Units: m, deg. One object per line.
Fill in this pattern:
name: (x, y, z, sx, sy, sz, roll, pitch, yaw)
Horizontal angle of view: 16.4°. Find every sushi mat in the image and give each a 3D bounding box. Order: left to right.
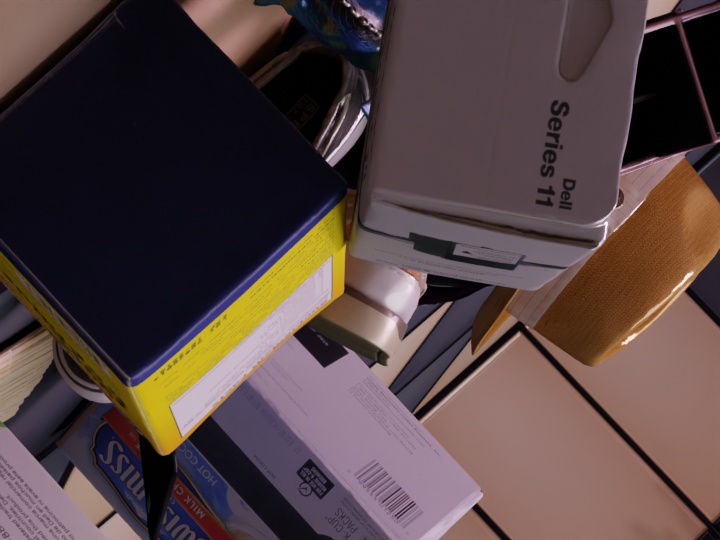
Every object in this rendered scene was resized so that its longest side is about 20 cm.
sushi mat: (-0.212, 0.083, 1.185, 0.200, 0.012, 0.096, -36, 170, -49)

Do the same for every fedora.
fedora: (0.150, -0.009, 1.440, 0.201, 0.082, 0.201, -47, 174, -7)

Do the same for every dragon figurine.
dragon figurine: (0.012, -0.096, 1.045, 0.059, 0.099, 0.200, -45, 168, 8)

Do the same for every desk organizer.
desk organizer: (0.117, -0.078, 1.213, 0.199, 0.072, 0.077, -20, -177, -32)

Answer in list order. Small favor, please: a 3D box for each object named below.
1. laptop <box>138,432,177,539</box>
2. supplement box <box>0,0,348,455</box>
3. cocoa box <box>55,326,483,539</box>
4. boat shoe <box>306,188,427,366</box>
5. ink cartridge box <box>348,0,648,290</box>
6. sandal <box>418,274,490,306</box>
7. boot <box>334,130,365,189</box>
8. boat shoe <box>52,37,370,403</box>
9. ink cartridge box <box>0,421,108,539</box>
laptop: (-0.063, 0.023, 1.295, 0.200, 0.103, 0.177, -41, 173, -18)
supplement box: (-0.080, -0.014, 0.981, 0.109, 0.110, 0.200, -42, 172, -9)
cocoa box: (-0.054, 0.118, 1.495, 0.131, 0.200, 0.133, -46, 172, 24)
boat shoe: (0.000, 0.000, 1.180, 0.069, 0.074, 0.200, -63, -171, -4)
ink cartridge box: (0.048, -0.076, 0.894, 0.200, 0.083, 0.147, 117, -18, -84)
sandal: (0.031, 0.001, 1.419, 0.200, 0.048, 0.075, -20, 178, -35)
boot: (0.021, -0.049, 1.496, 0.144, 0.072, 0.200, -50, 167, 32)
boat shoe: (-0.073, -0.026, 1.134, 0.200, 0.071, 0.064, -52, 174, -2)
ink cartridge box: (-0.202, 0.110, 0.878, 0.084, 0.146, 0.200, -47, 172, 32)
